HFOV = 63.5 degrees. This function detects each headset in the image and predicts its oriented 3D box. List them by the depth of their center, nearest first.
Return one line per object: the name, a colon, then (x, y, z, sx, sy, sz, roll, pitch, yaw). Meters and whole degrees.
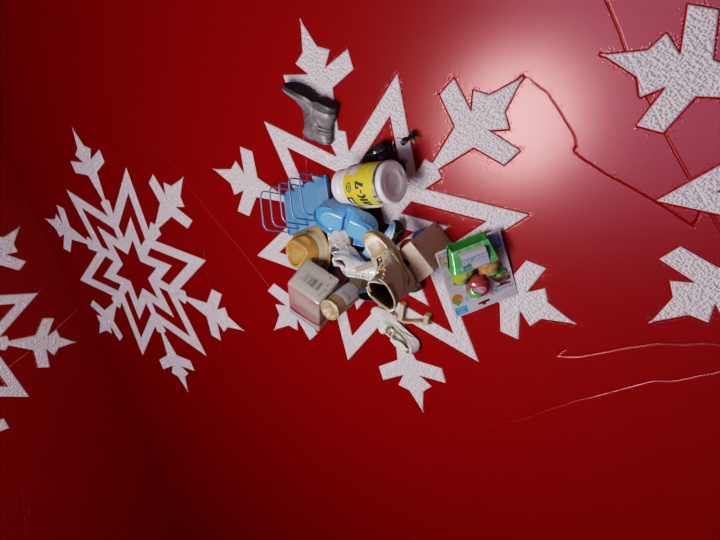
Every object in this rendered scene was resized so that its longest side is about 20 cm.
headset: (0.083, -0.307, 1.605, 0.124, 0.094, 0.200, 46, 147, 1)

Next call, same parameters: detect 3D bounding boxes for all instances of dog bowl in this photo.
dog bowl: (-0.038, -0.141, 1.682, 0.198, 0.050, 0.112, 22, 146, 5)

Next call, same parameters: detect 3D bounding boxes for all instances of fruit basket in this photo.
fruit basket: (0.311, 0.012, 1.543, 0.183, 0.094, 0.202, -20, 105, 2)

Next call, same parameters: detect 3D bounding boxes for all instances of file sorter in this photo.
file sorter: (-0.201, -0.205, 1.787, 0.198, 0.122, 0.141, -16, 77, 41)

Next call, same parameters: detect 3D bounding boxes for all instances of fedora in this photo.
fedora: (-0.182, -0.061, 1.881, 0.199, 0.081, 0.204, 19, 117, 42)

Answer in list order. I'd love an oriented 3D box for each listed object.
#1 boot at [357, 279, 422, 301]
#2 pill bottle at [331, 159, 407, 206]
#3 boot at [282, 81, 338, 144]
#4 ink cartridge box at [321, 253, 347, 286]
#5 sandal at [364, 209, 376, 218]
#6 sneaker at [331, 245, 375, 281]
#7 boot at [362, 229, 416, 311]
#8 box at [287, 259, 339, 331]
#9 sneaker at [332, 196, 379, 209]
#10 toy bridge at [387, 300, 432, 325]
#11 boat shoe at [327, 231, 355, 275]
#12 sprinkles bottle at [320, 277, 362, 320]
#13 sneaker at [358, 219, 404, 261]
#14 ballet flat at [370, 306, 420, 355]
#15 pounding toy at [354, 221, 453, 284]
boot: (0.084, 0.061, 1.757, 0.198, 0.097, 0.075, 9, 141, 34)
pill bottle: (0.020, -0.232, 1.565, 0.198, 0.114, 0.116, 4, 117, 47)
boot: (-0.158, -0.453, 1.691, 0.199, 0.070, 0.133, 36, 135, 21)
ink cartridge box: (-0.108, 0.029, 1.935, 0.095, 0.037, 0.200, 47, 134, 5)
sandal: (-0.046, -0.153, 1.758, 0.197, 0.045, 0.076, 5, 94, 23)
sneaker: (0.000, 0.000, 1.725, 0.199, 0.080, 0.071, 29, 133, 27)
boot: (0.052, -0.003, 1.492, 0.072, 0.155, 0.201, -34, 93, 33)
box: (-0.150, 0.082, 1.853, 0.127, 0.109, 0.201, 31, 152, 14)
sneaker: (-0.008, -0.200, 1.693, 0.198, 0.081, 0.076, 2, 129, 40)
toy bridge: (0.132, 0.128, 1.815, 0.198, 0.027, 0.068, 25, 129, 23)
boat shoe: (-0.066, -0.076, 1.820, 0.070, 0.070, 0.202, -15, 102, 39)
sprinkles bottle: (-0.042, 0.078, 1.799, 0.068, 0.200, 0.069, 17, 123, 28)
sneaker: (0.051, -0.086, 1.727, 0.090, 0.078, 0.200, 48, 132, 9)
ballet flat: (0.102, 0.193, 1.847, 0.199, 0.069, 0.070, 40, 131, 12)
pounding toy: (0.126, -0.031, 1.628, 0.143, 0.184, 0.200, 51, 132, 1)
